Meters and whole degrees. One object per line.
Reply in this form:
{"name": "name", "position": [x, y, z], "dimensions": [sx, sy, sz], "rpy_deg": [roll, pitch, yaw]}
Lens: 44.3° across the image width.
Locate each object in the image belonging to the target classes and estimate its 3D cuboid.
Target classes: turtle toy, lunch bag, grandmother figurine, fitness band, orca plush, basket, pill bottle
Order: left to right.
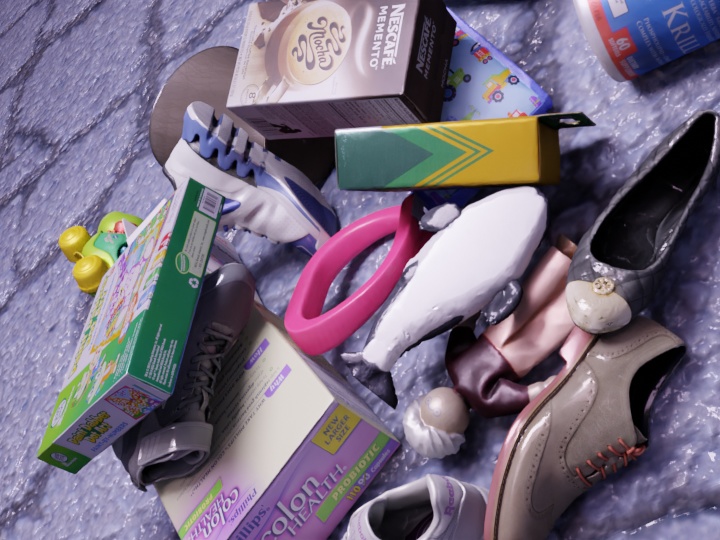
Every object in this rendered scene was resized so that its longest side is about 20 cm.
{"name": "turtle toy", "position": [-0.281, -0.002, 1.056], "dimensions": [0.100, 0.147, 0.200], "rpy_deg": [-31, 40, -11]}
{"name": "basket", "position": [-0.125, -0.168, 1.020], "dimensions": [0.198, 0.137, 0.181], "rpy_deg": [22, 64, 45]}
{"name": "fitness band", "position": [0.000, 0.000, 0.795], "dimensions": [0.142, 0.038, 0.201], "rpy_deg": [-33, 19, 24]}
{"name": "lunch bag", "position": [0.080, -0.152, 0.856], "dimensions": [0.151, 0.094, 0.201], "rpy_deg": [-44, 51, 6]}
{"name": "orca plush", "position": [0.079, 0.022, 0.699], "dimensions": [0.104, 0.071, 0.202], "rpy_deg": [32, 90, 28]}
{"name": "grandmother figurine", "position": [0.108, 0.064, 0.689], "dimensions": [0.200, 0.060, 0.121], "rpy_deg": [-47, 32, 2]}
{"name": "pill bottle", "position": [0.277, -0.242, 0.704], "dimensions": [0.197, 0.112, 0.114], "rpy_deg": [-22, 48, 32]}

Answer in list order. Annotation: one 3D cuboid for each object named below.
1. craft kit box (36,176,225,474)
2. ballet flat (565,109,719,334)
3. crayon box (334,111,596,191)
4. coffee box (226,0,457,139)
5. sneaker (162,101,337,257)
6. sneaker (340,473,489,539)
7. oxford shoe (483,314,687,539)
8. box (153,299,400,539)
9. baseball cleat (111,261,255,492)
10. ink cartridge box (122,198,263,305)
{"name": "craft kit box", "position": [-0.199, 0.050, 0.771], "dimensions": [0.197, 0.048, 0.203], "rpy_deg": [-41, 31, 43]}
{"name": "ballet flat", "position": [0.202, -0.039, 0.634], "dimensions": [0.066, 0.057, 0.201], "rpy_deg": [26, 63, 22]}
{"name": "crayon box", "position": [0.091, -0.094, 0.733], "dimensions": [0.195, 0.125, 0.053], "rpy_deg": [-1, 94, 21]}
{"name": "coffee box", "position": [-0.018, -0.193, 0.830], "dimensions": [0.196, 0.080, 0.116], "rpy_deg": [2, 74, 32]}
{"name": "sneaker", "position": [-0.124, -0.068, 0.908], "dimensions": [0.115, 0.198, 0.081], "rpy_deg": [-45, 16, 22]}
{"name": "sneaker", "position": [0.005, 0.207, 0.652], "dimensions": [0.199, 0.099, 0.076], "rpy_deg": [-39, 44, 18]}
{"name": "oxford shoe", "position": [0.152, 0.116, 0.602], "dimensions": [0.074, 0.070, 0.203], "rpy_deg": [22, 80, 43]}
{"name": "box", "position": [-0.092, 0.149, 0.787], "dimensions": [0.177, 0.096, 0.200], "rpy_deg": [-52, 39, 1]}
{"name": "baseball cleat", "position": [-0.136, 0.096, 0.752], "dimensions": [0.106, 0.069, 0.202], "rpy_deg": [42, 103, 44]}
{"name": "ink cartridge box", "position": [-0.177, 0.003, 0.948], "dimensions": [0.067, 0.117, 0.201], "rpy_deg": [-44, 45, 10]}
